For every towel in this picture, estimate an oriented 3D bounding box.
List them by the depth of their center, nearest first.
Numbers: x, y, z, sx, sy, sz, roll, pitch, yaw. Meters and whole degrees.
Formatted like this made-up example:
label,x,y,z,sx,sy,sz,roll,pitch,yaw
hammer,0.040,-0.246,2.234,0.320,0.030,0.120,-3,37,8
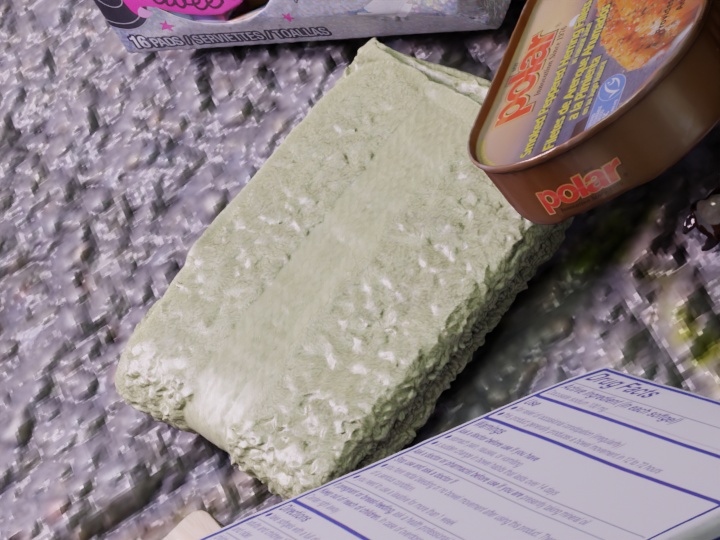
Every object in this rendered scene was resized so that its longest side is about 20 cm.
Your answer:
label,x,y,z,sx,sy,sz,roll,pitch,yaw
towel,0.000,0.000,1.067,0.148,0.037,0.200,28,75,39

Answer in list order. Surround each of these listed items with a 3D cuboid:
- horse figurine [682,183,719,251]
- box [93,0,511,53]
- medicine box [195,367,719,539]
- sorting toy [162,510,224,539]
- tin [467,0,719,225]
label,x,y,z,sx,sy,sz,roll,pitch,yaw
horse figurine,0.182,-0.104,0.962,0.050,0.133,0.201,22,83,7
box,-0.028,-0.184,1.142,0.199,0.115,0.133,-1,50,31
medicine box,0.052,0.121,0.815,0.199,0.104,0.182,-21,13,-19
sorting toy,-0.089,0.206,0.958,0.199,0.070,0.200,-44,48,-3
tin,0.106,-0.091,1.014,0.112,0.042,0.200,-21,27,33
